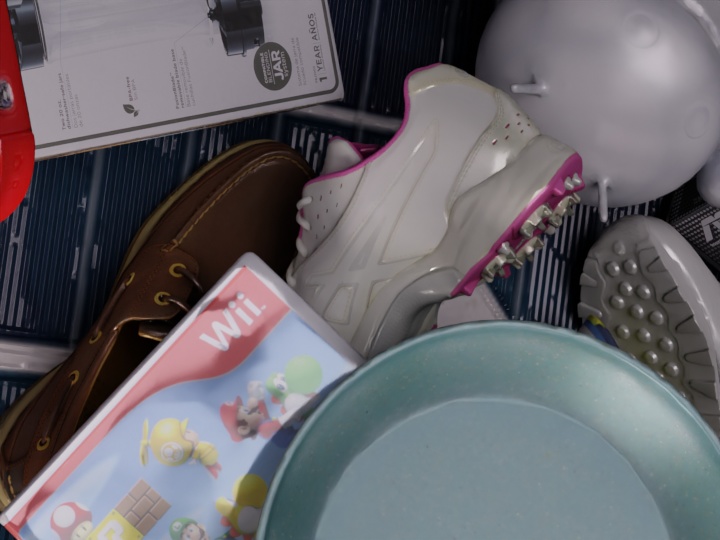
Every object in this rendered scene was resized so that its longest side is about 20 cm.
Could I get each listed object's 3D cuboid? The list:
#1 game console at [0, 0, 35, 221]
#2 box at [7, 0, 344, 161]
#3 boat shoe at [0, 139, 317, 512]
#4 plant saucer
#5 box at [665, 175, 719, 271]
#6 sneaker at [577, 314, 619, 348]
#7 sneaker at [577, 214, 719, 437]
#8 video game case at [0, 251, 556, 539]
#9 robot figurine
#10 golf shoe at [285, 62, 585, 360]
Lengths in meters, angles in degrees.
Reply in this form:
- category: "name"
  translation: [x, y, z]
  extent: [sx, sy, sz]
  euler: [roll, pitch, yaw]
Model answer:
- category: "game console"
  translation: [-0.201, -0.105, 0.772]
  extent: [0.031, 0.176, 0.201]
  euler: [-17, 98, -54]
- category: "box"
  translation: [-0.112, -0.107, 0.855]
  extent: [0.199, 0.060, 0.117]
  euler: [-15, 97, -34]
- category: "boat shoe"
  translation: [-0.077, 0.029, 0.884]
  extent: [0.072, 0.068, 0.200]
  euler: [43, 73, -19]
- category: "plant saucer"
  translation: [0.055, 0.120, 0.793]
  extent: [0.199, 0.036, 0.201]
  euler: [2, 78, -12]
- category: "box"
  translation: [0.269, -0.028, 0.978]
  extent: [0.160, 0.200, 0.044]
  euler: [36, 49, -22]
- category: "sneaker"
  translation: [0.106, 0.114, 0.921]
  extent: [0.082, 0.200, 0.074]
  euler: [-24, 134, 9]
- category: "sneaker"
  translation: [0.174, 0.053, 1.010]
  extent: [0.080, 0.076, 0.200]
  euler: [-39, 111, -32]
- category: "video game case"
  translation: [-0.018, 0.111, 0.808]
  extent: [0.200, 0.017, 0.143]
  euler: [43, 73, -2]
- category: "robot figurine"
  translation: [0.120, -0.104, 0.930]
  extent: [0.170, 0.113, 0.200]
  euler: [44, 44, -8]
- category: "golf shoe"
  translation: [0.000, 0.000, 0.870]
  extent: [0.200, 0.075, 0.092]
  euler: [-45, 82, 14]
